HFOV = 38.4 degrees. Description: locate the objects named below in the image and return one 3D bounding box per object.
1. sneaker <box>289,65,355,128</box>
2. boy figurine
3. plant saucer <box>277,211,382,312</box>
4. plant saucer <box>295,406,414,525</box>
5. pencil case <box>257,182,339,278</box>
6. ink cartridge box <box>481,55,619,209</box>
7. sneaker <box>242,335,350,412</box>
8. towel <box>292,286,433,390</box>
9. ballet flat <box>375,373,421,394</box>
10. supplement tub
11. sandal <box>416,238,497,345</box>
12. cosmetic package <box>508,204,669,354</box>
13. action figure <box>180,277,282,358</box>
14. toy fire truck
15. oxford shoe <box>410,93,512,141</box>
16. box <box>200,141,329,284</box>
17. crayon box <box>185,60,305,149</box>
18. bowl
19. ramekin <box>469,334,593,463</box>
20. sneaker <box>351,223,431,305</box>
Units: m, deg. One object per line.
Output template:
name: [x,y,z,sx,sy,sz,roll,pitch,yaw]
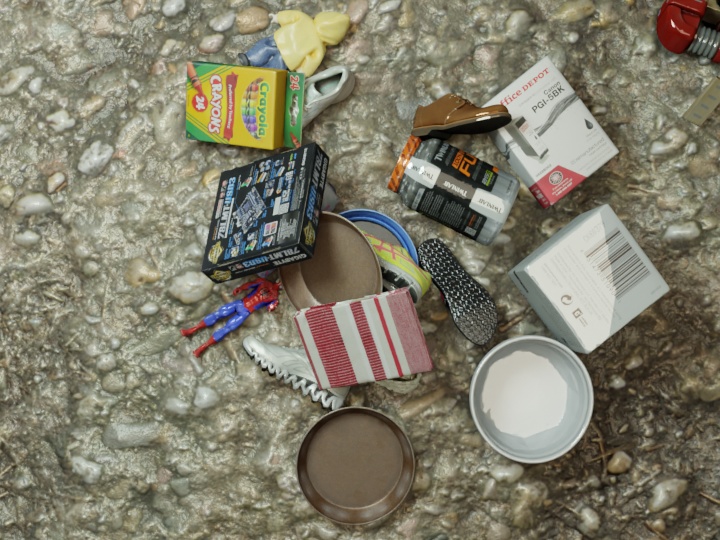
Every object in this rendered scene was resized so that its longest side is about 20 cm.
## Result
sneaker: [-0.097,-0.281,1.726,0.199,0.080,0.071,-38,89,1]
boy figurine: [-0.109,-0.383,1.738,0.198,0.064,0.126,-31,87,-1]
plant saucer: [-0.043,0.000,1.657,0.197,0.037,0.204,12,113,29]
plant saucer: [-0.009,0.318,1.708,0.196,0.035,0.204,0,100,-2]
pencil case: [-0.127,-0.083,1.718,0.091,0.083,0.200,42,89,22]
ink cartridge box: [0.306,-0.227,1.711,0.146,0.083,0.201,-37,88,1]
sneaker: [-0.104,0.157,1.718,0.198,0.075,0.082,31,81,-6]
towel: [0.005,0.110,1.630,0.197,0.023,0.146,-12,111,19]
ballet flat: [0.015,0.142,1.691,0.197,0.072,0.073,22,88,-14]
supplement tub: [0.151,-0.135,1.692,0.197,0.123,0.124,26,89,2]
sandal: [0.164,0.035,1.731,0.074,0.045,0.202,-31,73,-5]
cosmetic package: [0.355,0.015,1.642,0.164,0.200,0.166,-37,87,-1]
action figure: [-0.204,0.068,1.709,0.198,0.099,0.066,-34,89,-2]
toy fire truck: [0.565,-0.363,1.704,0.173,0.129,0.203,20,79,2]
oxford shoe: [0.159,-0.256,1.679,0.198,0.071,0.073,0,83,43]
box: [-0.152,-0.092,1.650,0.196,0.050,0.203,-16,51,30]
crayon box: [-0.191,-0.271,1.698,0.196,0.051,0.129,8,105,19]
bowl: [0.000,0.000,1.732,0.196,0.039,0.205,0,88,2]
ramekin: [0.273,0.206,1.685,0.196,0.105,0.204,0,88,2]
sneaker: [0.033,-0.016,1.683,0.200,0.090,0.079,42,131,18]
